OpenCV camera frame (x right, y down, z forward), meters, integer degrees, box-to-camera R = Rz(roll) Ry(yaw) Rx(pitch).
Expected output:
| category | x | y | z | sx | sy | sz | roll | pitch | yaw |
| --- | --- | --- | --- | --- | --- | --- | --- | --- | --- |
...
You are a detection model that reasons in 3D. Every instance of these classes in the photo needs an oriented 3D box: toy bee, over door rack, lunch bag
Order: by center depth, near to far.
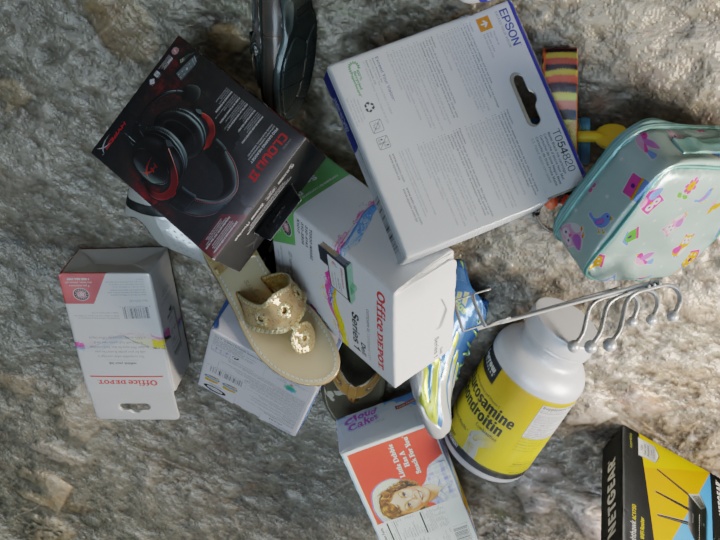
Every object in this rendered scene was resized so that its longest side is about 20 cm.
| category | x | y | z | sx | sy | sz | roll | pitch | yaw |
| --- | --- | --- | --- | --- | --- | --- | --- | --- | --- |
| lunch bag | 0.291 | -0.070 | 1.125 | 0.077 | 0.198 | 0.161 | 52 | 127 | 31 |
| over door rack | 0.196 | 0.049 | 1.138 | 0.196 | 0.148 | 0.068 | -3 | 85 | -4 |
| toy bee | 0.205 | -0.112 | 1.157 | 0.129 | 0.109 | 0.202 | -19 | 114 | 19 |

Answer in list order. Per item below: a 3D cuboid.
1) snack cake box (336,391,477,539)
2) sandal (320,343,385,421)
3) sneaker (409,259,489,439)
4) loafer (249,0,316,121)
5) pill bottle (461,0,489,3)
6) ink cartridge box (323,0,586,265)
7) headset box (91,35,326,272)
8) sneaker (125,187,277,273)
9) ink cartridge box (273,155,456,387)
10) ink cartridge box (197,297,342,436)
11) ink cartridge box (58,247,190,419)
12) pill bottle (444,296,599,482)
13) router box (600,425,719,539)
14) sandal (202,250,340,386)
| category | x | y | z | sx | sy | sz | roll | pitch | yaw |
| --- | --- | --- | --- | --- | --- | --- | --- | --- | --- |
| snack cake box | 0.056 | 0.252 | 1.392 | 0.113 | 0.068 | 0.202 | -19 | 121 | 4 |
| sandal | 0.001 | 0.105 | 1.351 | 0.079 | 0.054 | 0.202 | 19 | 121 | 0 |
| sneaker | 0.099 | 0.080 | 1.280 | 0.103 | 0.076 | 0.203 | -11 | 95 | -1 |
| loafer | -0.083 | -0.250 | 1.165 | 0.062 | 0.072 | 0.202 | 22 | 126 | 23 |
| pill bottle | 0.133 | -0.305 | 1.057 | 0.197 | 0.113 | 0.113 | -7 | 118 | 14 |
| ink cartridge box | 0.090 | -0.133 | 1.113 | 0.197 | 0.041 | 0.202 | -21 | 84 | -11 |
| headset box | -0.142 | -0.108 | 1.152 | 0.199 | 0.075 | 0.149 | 40 | 93 | 18 |
| sneaker | -0.176 | -0.043 | 1.301 | 0.199 | 0.074 | 0.080 | 41 | 130 | -7 |
| ink cartridge box | 0.000 | 0.000 | 1.198 | 0.199 | 0.083 | 0.146 | 39 | 148 | 33 |
| ink cartridge box | -0.108 | 0.108 | 1.324 | 0.135 | 0.077 | 0.201 | 28 | 149 | 2 |
| ink cartridge box | -0.273 | 0.077 | 1.382 | 0.114 | 0.068 | 0.203 | 0 | 118 | 11 |
| pill bottle | 0.180 | 0.131 | 1.297 | 0.111 | 0.112 | 0.201 | 25 | 121 | -4 |
| router box | 0.342 | 0.284 | 1.300 | 0.148 | 0.201 | 0.051 | 28 | 123 | -6 |
| sandal | -0.099 | 0.028 | 1.202 | 0.077 | 0.070 | 0.213 | -36 | 80 | -11 |
